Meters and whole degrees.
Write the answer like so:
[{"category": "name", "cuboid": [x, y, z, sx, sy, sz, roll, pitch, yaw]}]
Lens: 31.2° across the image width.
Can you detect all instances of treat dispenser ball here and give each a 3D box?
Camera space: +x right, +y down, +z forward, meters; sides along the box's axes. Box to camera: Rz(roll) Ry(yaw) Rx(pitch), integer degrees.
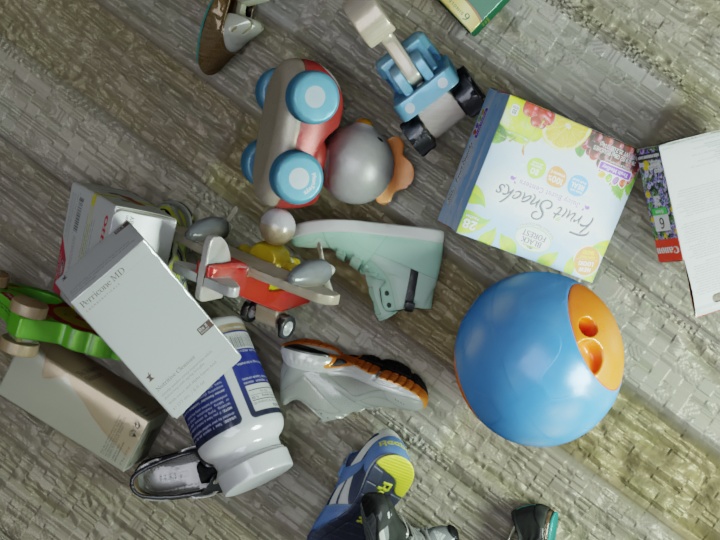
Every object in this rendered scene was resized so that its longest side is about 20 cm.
[{"category": "treat dispenser ball", "cuboid": [0.208, 0.102, 1.503, 0.197, 0.201, 0.204, 1, 95, 10]}]

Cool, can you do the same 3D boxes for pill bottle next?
[{"category": "pill bottle", "cuboid": [-0.163, 0.169, 1.600, 0.115, 0.116, 0.202, -27, 75, 11]}]

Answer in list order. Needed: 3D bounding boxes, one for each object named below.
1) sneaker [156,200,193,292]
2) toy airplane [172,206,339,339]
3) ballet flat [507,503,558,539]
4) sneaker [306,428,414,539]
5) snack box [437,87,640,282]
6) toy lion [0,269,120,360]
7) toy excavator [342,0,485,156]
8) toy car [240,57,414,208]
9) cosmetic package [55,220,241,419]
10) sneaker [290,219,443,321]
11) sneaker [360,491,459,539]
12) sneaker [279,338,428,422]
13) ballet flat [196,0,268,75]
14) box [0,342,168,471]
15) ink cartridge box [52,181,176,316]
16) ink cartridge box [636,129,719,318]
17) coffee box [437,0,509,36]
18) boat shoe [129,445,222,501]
[{"category": "sneaker", "cuboid": [-0.257, 0.013, 1.645, 0.074, 0.076, 0.204, 1, 95, 9]}, {"category": "toy airplane", "cuboid": [-0.128, -0.012, 1.541, 0.198, 0.199, 0.143, 26, 87, -13]}, {"category": "ballet flat", "cuboid": [0.206, 0.390, 1.602, 0.067, 0.068, 0.203, 3, 85, 20]}, {"category": "sneaker", "cuboid": [0.000, 0.283, 1.628, 0.073, 0.083, 0.201, 26, 118, -24]}, {"category": "snack box", "cuboid": [0.212, -0.098, 1.511, 0.198, 0.068, 0.171, 20, 98, -22]}, {"category": "toy lion", "cuboid": [-0.380, 0.063, 1.637, 0.199, 0.190, 0.070, 27, 102, 48]}, {"category": "toy excavator", "cuboid": [0.052, -0.240, 1.498, 0.099, 0.195, 0.201, -36, 102, 12]}, {"category": "toy car", "cuboid": [-0.024, -0.153, 1.567, 0.197, 0.184, 0.180, 10, 96, -20]}, {"category": "cosmetic package", "cuboid": [-0.241, 0.056, 1.476, 0.113, 0.081, 0.201, -42, 123, -7]}, {"category": "sneaker", "cuboid": [0.000, 0.000, 1.595, 0.197, 0.074, 0.120, 5, 89, 7]}, {"category": "sneaker", "cuboid": [0.064, 0.321, 1.579, 0.114, 0.201, 0.076, -15, 51, -8]}, {"category": "sneaker", "cuboid": [-0.011, 0.153, 1.621, 0.197, 0.076, 0.093, 16, 105, 16]}, {"category": "ballet flat", "cuboid": [-0.144, -0.335, 1.598, 0.072, 0.068, 0.203, 21, 94, 30]}, {"category": "box", "cuboid": [-0.357, 0.169, 1.669, 0.198, 0.095, 0.078, 30, 99, 5]}, {"category": "ink cartridge box", "cuboid": [-0.306, -0.018, 1.586, 0.082, 0.200, 0.147, 10, 98, -28]}, {"category": "ink cartridge box", "cuboid": [0.396, -0.055, 1.508, 0.108, 0.050, 0.203, -14, 94, -25]}, {"category": "coffee box", "cuboid": [0.163, -0.396, 1.550, 0.200, 0.044, 0.123, -44, 86, 11]}, {"category": "boat shoe", "cuboid": [-0.202, 0.256, 1.663, 0.197, 0.060, 0.075, -9, 91, 11]}]
